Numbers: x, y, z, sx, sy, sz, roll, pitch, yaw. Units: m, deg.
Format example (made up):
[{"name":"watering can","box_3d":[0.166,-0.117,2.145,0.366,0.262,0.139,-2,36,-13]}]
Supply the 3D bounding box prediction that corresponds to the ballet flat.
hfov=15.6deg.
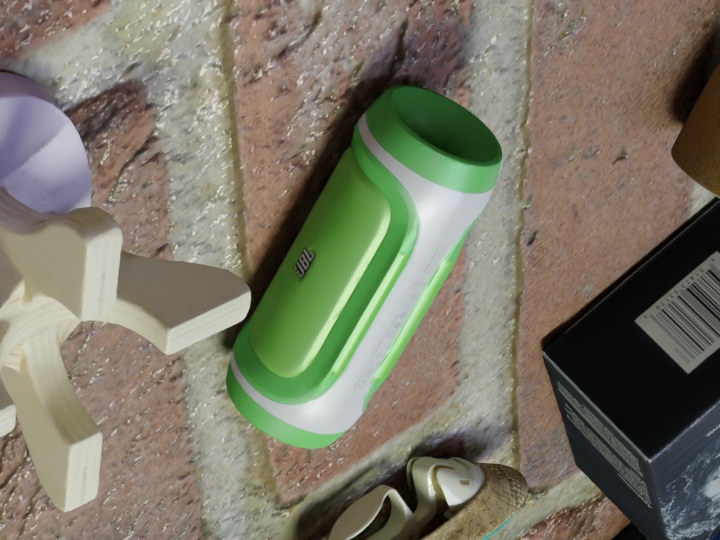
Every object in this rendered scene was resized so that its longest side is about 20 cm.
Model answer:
[{"name":"ballet flat","box_3d":[0.036,0.162,1.719,0.200,0.070,0.066,-34,123,-38]}]

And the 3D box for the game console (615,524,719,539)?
[{"name":"game console","box_3d":[0.274,0.231,2.056,0.200,0.118,0.171,-40,151,-7]}]

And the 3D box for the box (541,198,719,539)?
[{"name":"box","box_3d":[0.245,0.072,1.815,0.196,0.117,0.200,-39,152,-8]}]

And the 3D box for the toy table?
[{"name":"toy table","box_3d":[-0.157,0.016,1.235,0.183,0.117,0.201,-32,148,-21]}]

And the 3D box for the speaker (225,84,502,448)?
[{"name":"speaker","box_3d":[0.000,0.000,1.442,0.088,0.088,0.201,-5,132,-49]}]

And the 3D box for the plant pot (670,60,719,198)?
[{"name":"plant pot","box_3d":[0.311,-0.130,1.595,0.186,0.186,0.201,-3,120,-50]}]
